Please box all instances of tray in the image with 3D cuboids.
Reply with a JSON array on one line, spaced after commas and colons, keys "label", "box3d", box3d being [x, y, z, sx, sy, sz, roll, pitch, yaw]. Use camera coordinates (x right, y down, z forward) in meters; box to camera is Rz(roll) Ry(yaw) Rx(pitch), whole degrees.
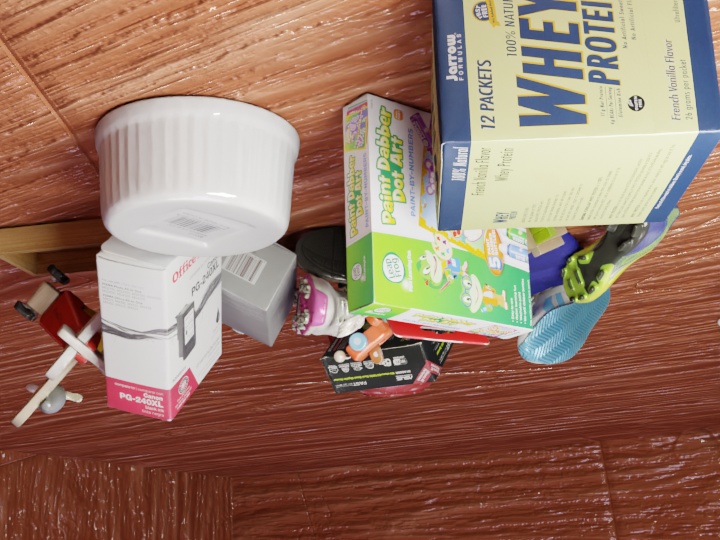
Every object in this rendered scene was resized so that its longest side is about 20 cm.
[{"label": "tray", "box3d": [-0.333, -0.031, 1.315, 0.200, 0.037, 0.099, -4, 163, 13]}]

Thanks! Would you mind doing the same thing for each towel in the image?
[{"label": "towel", "box3d": [0.213, -0.018, 1.384, 0.148, 0.050, 0.200, -17, 158, 23]}]

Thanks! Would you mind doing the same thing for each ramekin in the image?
[{"label": "ramekin", "box3d": [-0.159, -0.084, 1.046, 0.200, 0.098, 0.200, -2, 163, 0]}]

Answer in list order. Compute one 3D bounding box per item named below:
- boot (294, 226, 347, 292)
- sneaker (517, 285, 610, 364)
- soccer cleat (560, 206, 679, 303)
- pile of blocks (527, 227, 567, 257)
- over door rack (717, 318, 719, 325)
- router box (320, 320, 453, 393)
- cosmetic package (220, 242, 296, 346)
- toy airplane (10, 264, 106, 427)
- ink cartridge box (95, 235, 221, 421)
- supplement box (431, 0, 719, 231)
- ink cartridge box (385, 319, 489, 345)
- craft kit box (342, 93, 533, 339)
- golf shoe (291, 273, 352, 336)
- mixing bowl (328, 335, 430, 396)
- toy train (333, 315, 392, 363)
[{"label": "boot", "box3d": [0.000, 0.000, 1.384, 0.200, 0.073, 0.151, -1, 164, -18]}, {"label": "sneaker", "box3d": [0.264, 0.066, 1.465, 0.081, 0.077, 0.200, -4, -156, 43]}, {"label": "soccer cleat", "box3d": [0.311, -0.020, 1.290, 0.084, 0.065, 0.200, -10, 153, -26]}, {"label": "pile of blocks", "box3d": [0.160, -0.061, 1.168, 0.200, 0.082, 0.062, 9, 154, -32]}, {"label": "over door rack", "box3d": [0.636, 0.140, 1.753, 0.067, 0.148, 0.200, -7, 163, 0]}, {"label": "router box", "box3d": [0.053, 0.084, 1.474, 0.150, 0.062, 0.200, -9, -155, 27]}, {"label": "cosmetic package", "box3d": [-0.142, 0.020, 1.355, 0.107, 0.090, 0.200, 26, 166, 3]}, {"label": "toy airplane", "box3d": [-0.322, 0.085, 1.285, 0.200, 0.199, 0.141, -22, 130, 31]}, {"label": "ink cartridge box", "box3d": [-0.219, 0.041, 1.197, 0.083, 0.145, 0.200, 13, 122, 13]}, {"label": "supplement box", "box3d": [0.158, -0.128, 0.859, 0.199, 0.134, 0.200, -2, 163, 3]}, {"label": "ink cartridge box", "box3d": [0.067, -0.003, 1.166, 0.116, 0.200, 0.067, 6, 118, -20]}, {"label": "craft kit box", "box3d": [0.074, -0.047, 1.010, 0.197, 0.200, 0.048, 9, 160, -34]}, {"label": "golf shoe", "box3d": [-0.035, 0.046, 1.311, 0.091, 0.075, 0.200, 7, 178, -6]}, {"label": "mixing bowl", "box3d": [0.047, 0.136, 1.673, 0.200, 0.109, 0.200, -4, -179, 0]}, {"label": "toy train", "box3d": [0.035, 0.070, 1.287, 0.150, 0.056, 0.200, -39, 170, -3]}]
